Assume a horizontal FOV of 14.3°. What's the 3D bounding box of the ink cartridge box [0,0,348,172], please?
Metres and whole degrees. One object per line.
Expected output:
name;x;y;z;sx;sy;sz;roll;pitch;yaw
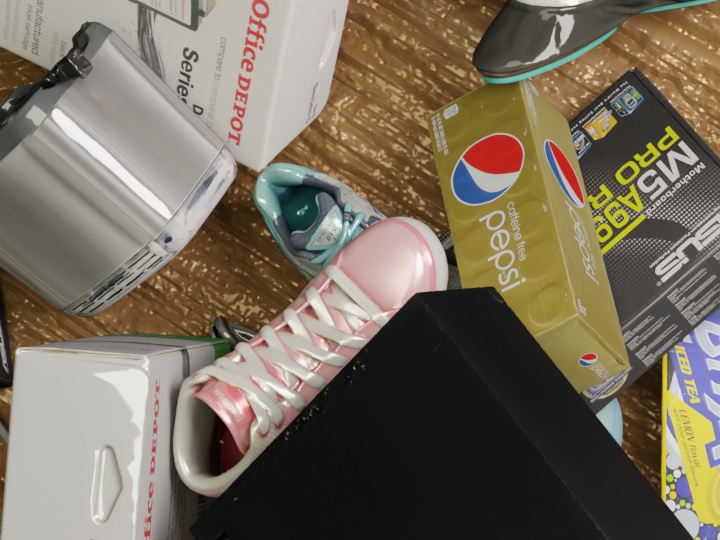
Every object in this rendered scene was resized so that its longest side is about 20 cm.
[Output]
ink cartridge box;-0.115;-0.172;1.748;0.200;0.084;0.146;26;134;15

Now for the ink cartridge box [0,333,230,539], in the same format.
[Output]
ink cartridge box;-0.141;0.113;1.686;0.084;0.200;0.146;4;91;11

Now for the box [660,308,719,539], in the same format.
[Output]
box;0.215;0.102;1.708;0.070;0.064;0.201;0;86;12

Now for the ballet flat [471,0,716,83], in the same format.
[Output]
ballet flat;0.146;-0.175;1.707;0.200;0.068;0.069;-24;116;-26

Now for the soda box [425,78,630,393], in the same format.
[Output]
soda box;0.096;-0.019;1.662;0.068;0.064;0.200;-28;46;19

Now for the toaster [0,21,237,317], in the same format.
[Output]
toaster;-0.164;-0.059;1.734;0.129;0.200;0.114;41;52;-12

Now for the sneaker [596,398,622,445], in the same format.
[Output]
sneaker;0.068;0.107;1.746;0.199;0.074;0.082;-6;45;20

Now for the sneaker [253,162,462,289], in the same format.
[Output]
sneaker;0.000;0.000;1.705;0.078;0.086;0.200;-52;46;-1

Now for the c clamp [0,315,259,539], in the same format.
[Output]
c clamp;-0.120;0.102;1.794;0.200;0.027;0.171;-33;80;7

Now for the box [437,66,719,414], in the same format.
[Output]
box;0.135;-0.006;1.701;0.200;0.044;0.160;-41;43;6

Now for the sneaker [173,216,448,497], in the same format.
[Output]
sneaker;-0.033;0.055;1.630;0.075;0.105;0.200;44;108;20

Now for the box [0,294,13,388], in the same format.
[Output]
box;-0.331;0.014;1.832;0.199;0.049;0.162;-11;79;10

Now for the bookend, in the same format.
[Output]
bookend;0.047;0.148;1.548;0.199;0.092;0.200;-47;69;23
